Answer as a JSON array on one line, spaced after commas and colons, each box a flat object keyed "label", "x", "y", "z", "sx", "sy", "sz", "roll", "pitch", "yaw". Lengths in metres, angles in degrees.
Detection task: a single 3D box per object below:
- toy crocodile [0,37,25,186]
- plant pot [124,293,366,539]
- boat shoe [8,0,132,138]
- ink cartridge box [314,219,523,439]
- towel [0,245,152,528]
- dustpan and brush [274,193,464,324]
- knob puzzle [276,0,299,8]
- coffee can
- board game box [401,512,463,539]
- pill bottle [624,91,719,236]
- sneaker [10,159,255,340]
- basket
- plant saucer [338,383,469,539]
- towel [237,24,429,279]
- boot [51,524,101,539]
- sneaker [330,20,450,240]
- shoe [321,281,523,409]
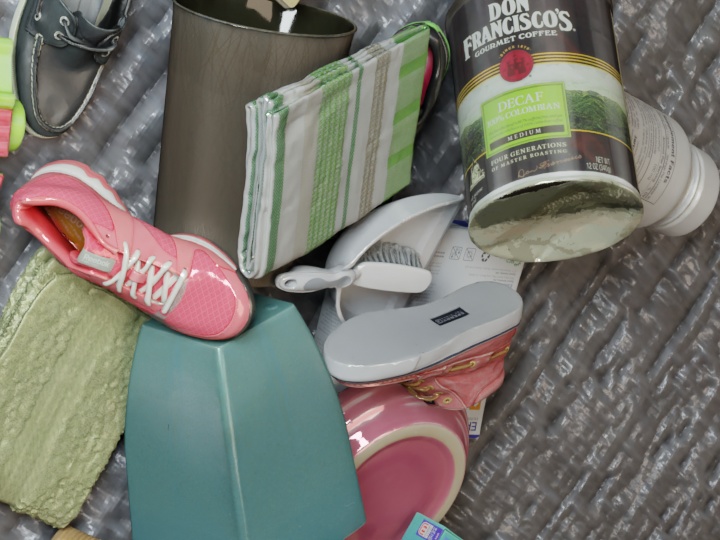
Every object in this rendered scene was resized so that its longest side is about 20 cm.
[{"label": "toy crocodile", "x": -0.279, "y": -0.068, "z": 1.200, "sx": 0.067, "sy": 0.062, "sz": 0.202, "roll": 8, "pitch": 99, "yaw": -39}, {"label": "plant pot", "x": -0.098, "y": 0.124, "z": 1.331, "sx": 0.141, "sy": 0.140, "sz": 0.202, "roll": -28, "pitch": 121, "yaw": -43}, {"label": "boat shoe", "x": -0.200, "y": -0.190, "z": 1.221, "sx": 0.074, "sy": 0.066, "sz": 0.201, "roll": 17, "pitch": 93, "yaw": -40}, {"label": "ink cartridge box", "x": 0.048, "y": 0.051, "z": 1.506, "sx": 0.198, "sy": 0.040, "sz": 0.202, "roll": 5, "pitch": 104, "yaw": -39}, {"label": "towel", "x": -0.236, "y": 0.091, "z": 1.301, "sx": 0.148, "sy": 0.036, "sz": 0.202, "roll": 30, "pitch": 84, "yaw": -41}, {"label": "dustpan and brush", "x": 0.000, "y": 0.000, "z": 1.357, "sx": 0.199, "sy": 0.057, "sz": 0.140, "roll": 5, "pitch": 123, "yaw": -40}, {"label": "knob puzzle", "x": -0.066, "y": -0.333, "z": 1.295, "sx": 0.218, "sy": 0.030, "sz": 0.222, "roll": 1, "pitch": 88, "yaw": -30}, {"label": "coffee can", "x": 0.152, "y": -0.128, "z": 1.407, "sx": 0.146, "sy": 0.146, "sz": 0.202, "roll": 18, "pitch": 57, "yaw": -40}, {"label": "board game box", "x": 0.058, "y": 0.339, "z": 1.510, "sx": 0.152, "sy": 0.045, "sz": 0.201, "roll": 38, "pitch": 79, "yaw": -38}, {"label": "pill bottle", "x": 0.241, "y": -0.103, "z": 1.563, "sx": 0.199, "sy": 0.114, "sz": 0.115, "roll": 21, "pitch": 91, "yaw": -40}, {"label": "sneaker", "x": -0.172, "y": -0.004, "z": 1.224, "sx": 0.074, "sy": 0.199, "sz": 0.087, "roll": -60, "pitch": 174, "yaw": 18}, {"label": "basket", "x": -0.090, "y": -0.100, "z": 1.291, "sx": 0.180, "sy": 0.135, "sz": 0.202, "roll": -32, "pitch": 136, "yaw": -69}, {"label": "plant saucer", "x": 0.018, "y": 0.184, "z": 1.485, "sx": 0.199, "sy": 0.051, "sz": 0.202, "roll": -20, "pitch": 131, "yaw": -24}, {"label": "towel", "x": -0.020, "y": -0.093, "z": 1.260, "sx": 0.200, "sy": 0.031, "sz": 0.150, "roll": -34, "pitch": 142, "yaw": -46}, {"label": "boot", "x": -0.220, "y": 0.312, "z": 1.311, "sx": 0.202, "sy": 0.143, "sz": 0.071, "roll": -58, "pitch": 169, "yaw": -13}, {"label": "sneaker", "x": 0.013, "y": -0.118, "z": 1.388, "sx": 0.076, "sy": 0.084, "sz": 0.202, "roll": 21, "pitch": 86, "yaw": 2}, {"label": "shoe", "x": 0.051, "y": 0.079, "z": 1.394, "sx": 0.199, "sy": 0.071, "sz": 0.092, "roll": -18, "pitch": 130, "yaw": -35}]
